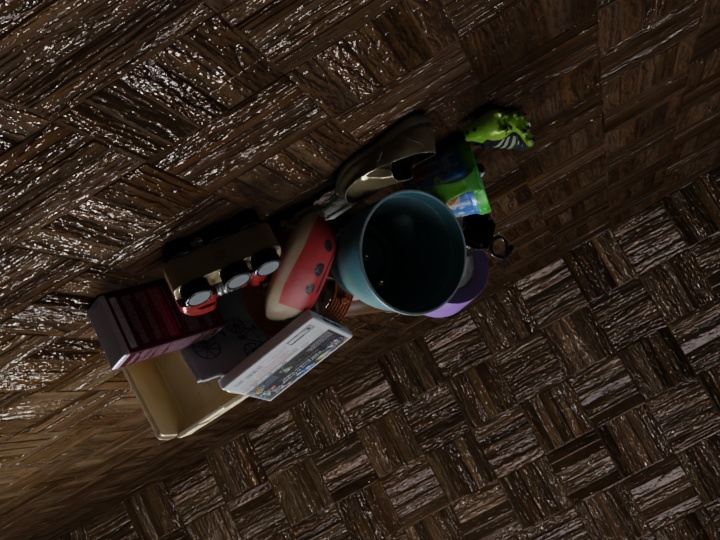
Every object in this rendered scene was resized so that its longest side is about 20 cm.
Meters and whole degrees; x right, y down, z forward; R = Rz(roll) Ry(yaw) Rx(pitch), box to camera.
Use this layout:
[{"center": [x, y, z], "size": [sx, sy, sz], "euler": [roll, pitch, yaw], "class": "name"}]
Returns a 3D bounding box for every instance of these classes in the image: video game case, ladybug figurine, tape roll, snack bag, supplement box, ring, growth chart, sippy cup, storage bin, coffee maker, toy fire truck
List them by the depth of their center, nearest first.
[{"center": [-0.221, 0.002, 1.561], "size": [0.175, 0.129, 0.200], "euler": [-24, 157, -14], "class": "toy fire truck"}, {"center": [-0.331, 0.079, 1.602], "size": [0.199, 0.109, 0.061], "euler": [-15, 162, -42], "class": "supplement box"}, {"center": [-0.094, -0.001, 1.620], "size": [0.201, 0.072, 0.136], "euler": [-68, 170, 13], "class": "ladybug figurine"}, {"center": [-0.032, -0.121, 1.647], "size": [0.199, 0.018, 0.145], "euler": [-32, 167, 16], "class": "growth chart"}, {"center": [-0.126, 0.150, 1.694], "size": [0.200, 0.023, 0.182], "euler": [-39, 156, 9], "class": "video game case"}, {"center": [0.145, -0.145, 1.696], "size": [0.130, 0.140, 0.178], "euler": [-18, 154, 8], "class": "sippy cup"}, {"center": [-0.105, 0.029, 1.706], "size": [0.200, 0.201, 0.019], "euler": [-26, -165, -9], "class": "ring"}, {"center": [-0.238, 0.102, 1.717], "size": [0.199, 0.189, 0.021], "euler": [-16, 142, -36], "class": "snack bag"}, {"center": [-0.329, 0.192, 1.857], "size": [0.200, 0.199, 0.094], "euler": [-34, 170, 26], "class": "storage bin"}, {"center": [0.165, -0.048, 1.965], "size": [0.135, 0.192, 0.200], "euler": [-39, 179, -38], "class": "coffee maker"}, {"center": [0.170, -0.005, 2.122], "size": [0.199, 0.201, 0.085], "euler": [-21, 166, -28], "class": "tape roll"}]

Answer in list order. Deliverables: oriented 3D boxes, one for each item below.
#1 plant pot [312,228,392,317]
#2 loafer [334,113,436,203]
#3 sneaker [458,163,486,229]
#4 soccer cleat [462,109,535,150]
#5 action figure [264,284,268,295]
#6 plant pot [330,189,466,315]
[{"center": [0.000, 0.000, 1.840], "size": [0.197, 0.201, 0.200], "euler": [-11, 161, -31], "class": "plant pot"}, {"center": [0.038, -0.160, 1.511], "size": [0.076, 0.068, 0.200], "euler": [1, 147, -49], "class": "loafer"}, {"center": [0.172, -0.119, 1.827], "size": [0.200, 0.066, 0.091], "euler": [-49, 139, -30], "class": "sneaker"}, {"center": [0.238, -0.238, 1.678], "size": [0.081, 0.068, 0.200], "euler": [-16, 172, 28], "class": "soccer cleat"}, {"center": [-0.148, 0.045, 1.960], "size": [0.193, 0.105, 0.200], "euler": [-20, -162, -26], "class": "action figure"}, {"center": [0.043, -0.025, 1.643], "size": [0.199, 0.201, 0.188], "euler": [-21, -173, -27], "class": "plant pot"}]
